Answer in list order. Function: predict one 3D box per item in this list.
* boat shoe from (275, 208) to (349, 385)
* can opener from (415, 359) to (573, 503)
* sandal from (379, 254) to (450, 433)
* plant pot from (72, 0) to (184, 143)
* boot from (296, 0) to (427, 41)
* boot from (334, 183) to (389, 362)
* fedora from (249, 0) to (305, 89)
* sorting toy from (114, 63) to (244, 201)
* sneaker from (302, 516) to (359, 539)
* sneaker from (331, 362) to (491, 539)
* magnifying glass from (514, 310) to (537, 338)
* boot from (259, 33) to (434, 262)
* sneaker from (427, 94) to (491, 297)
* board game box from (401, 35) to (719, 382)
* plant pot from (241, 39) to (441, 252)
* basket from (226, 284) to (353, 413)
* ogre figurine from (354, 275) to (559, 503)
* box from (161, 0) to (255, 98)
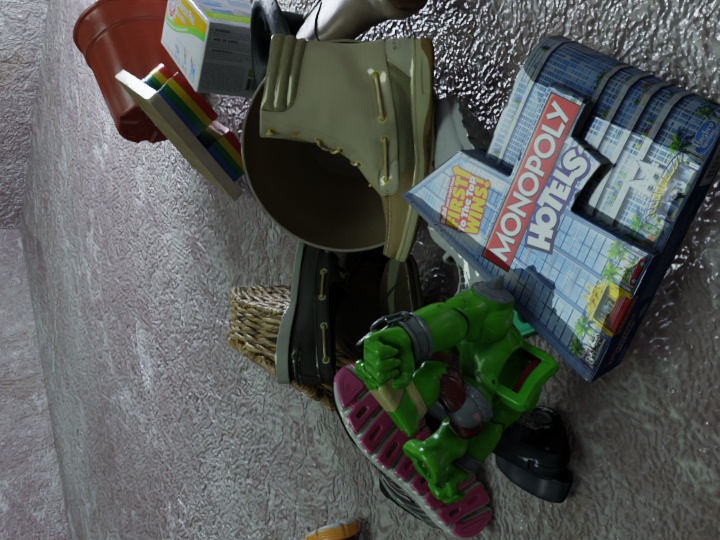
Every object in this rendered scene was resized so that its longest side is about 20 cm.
[{"bbox_3d":[-0.041,0.025,0.894,0.072,0.060,0.203,84,-168,-57],"label":"boat shoe"},{"bbox_3d":[0.098,0.127,0.761,0.199,0.063,0.079,30,113,35],"label":"can opener"},{"bbox_3d":[0.068,0.077,0.871,0.082,0.054,0.202,-16,92,66],"label":"sandal"},{"bbox_3d":[-0.372,-0.340,1.510,0.201,0.200,0.197,-44,63,53],"label":"plant pot"},{"bbox_3d":[-0.007,-0.258,0.881,0.146,0.070,0.200,-34,20,27],"label":"boot"},{"bbox_3d":[0.000,0.000,0.936,0.201,0.074,0.097,-104,27,-42],"label":"boot"},{"bbox_3d":[-0.071,-0.245,1.041,0.200,0.091,0.202,172,90,-75],"label":"fedora"},{"bbox_3d":[-0.257,-0.222,1.315,0.070,0.199,0.200,-43,35,-7],"label":"sorting toy"},{"bbox_3d":[-0.054,0.369,1.079,0.200,0.078,0.078,-49,59,52],"label":"sneaker"},{"bbox_3d":[0.037,0.177,0.846,0.200,0.074,0.087,48,154,-2],"label":"sneaker"},{"bbox_3d":[0.148,0.037,0.748,0.200,0.022,0.080,19,107,58],"label":"magnifying glass"},{"bbox_3d":[-0.014,-0.110,0.790,0.073,0.154,0.202,-79,-8,-70],"label":"boot"},{"bbox_3d":[0.090,-0.064,0.765,0.080,0.076,0.201,-30,58,29],"label":"sneaker"},{"bbox_3d":[0.135,-0.059,0.639,0.199,0.061,0.201,33,117,29],"label":"board game box"},{"bbox_3d":[-0.013,-0.132,0.890,0.135,0.198,0.202,-88,5,-75],"label":"plant pot"},{"bbox_3d":[-0.083,0.103,1.044,0.200,0.142,0.150,17,105,60],"label":"basket"},{"bbox_3d":[0.076,0.087,0.648,0.201,0.120,0.098,59,166,-24],"label":"ogre figurine"},{"bbox_3d":[-0.209,-0.340,1.276,0.200,0.112,0.102,53,134,47],"label":"box"}]
